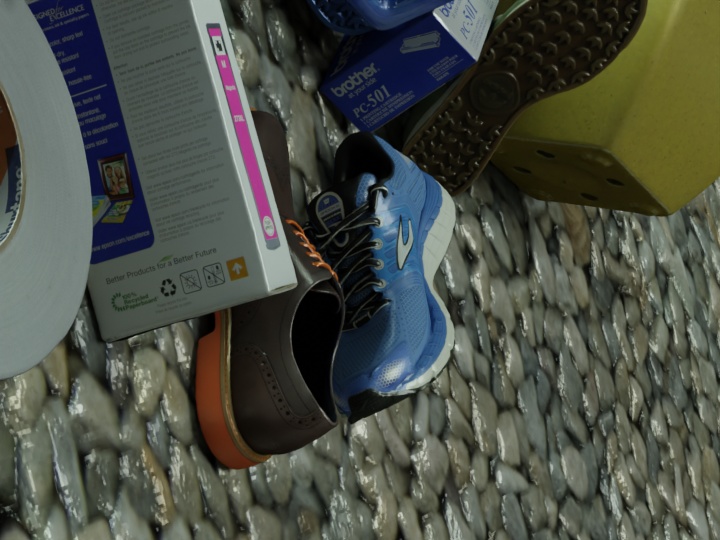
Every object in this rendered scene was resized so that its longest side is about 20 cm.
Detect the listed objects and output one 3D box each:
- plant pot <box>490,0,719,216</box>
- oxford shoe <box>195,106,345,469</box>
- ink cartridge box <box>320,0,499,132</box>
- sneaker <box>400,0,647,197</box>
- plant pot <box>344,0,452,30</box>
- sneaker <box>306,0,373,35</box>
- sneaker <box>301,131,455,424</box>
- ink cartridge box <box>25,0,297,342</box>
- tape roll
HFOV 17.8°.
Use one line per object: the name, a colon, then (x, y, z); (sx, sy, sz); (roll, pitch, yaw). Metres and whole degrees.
plant pot: (0.165, -0.151, 1.541); (0.194, 0.195, 0.200); (38, 68, -53)
oxford shoe: (-0.039, 0.002, 1.177); (0.071, 0.072, 0.200); (33, 48, -53)
ink cartridge box: (0.044, -0.172, 1.407); (0.044, 0.094, 0.200); (45, 35, -19)
sneaker: (0.094, -0.135, 1.397); (0.067, 0.200, 0.090); (35, 32, -19)
plant pot: (0.035, -0.276, 1.186); (0.200, 0.200, 0.180); (44, 29, -49)
sneaker: (-0.039, -0.232, 1.325); (0.078, 0.070, 0.200); (-85, 150, -63)
sneaker: (0.000, 0.000, 1.271); (0.089, 0.078, 0.200); (46, 29, -33)
ink cartridge box: (-0.101, -0.074, 1.071); (0.037, 0.095, 0.200); (-19, 93, -64)
tape roll: (-0.191, -0.046, 0.913); (0.200, 0.066, 0.201); (40, 43, -51)
